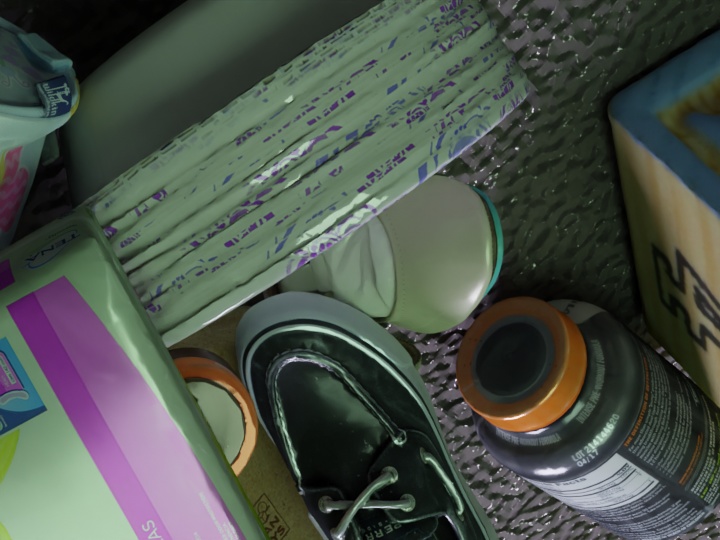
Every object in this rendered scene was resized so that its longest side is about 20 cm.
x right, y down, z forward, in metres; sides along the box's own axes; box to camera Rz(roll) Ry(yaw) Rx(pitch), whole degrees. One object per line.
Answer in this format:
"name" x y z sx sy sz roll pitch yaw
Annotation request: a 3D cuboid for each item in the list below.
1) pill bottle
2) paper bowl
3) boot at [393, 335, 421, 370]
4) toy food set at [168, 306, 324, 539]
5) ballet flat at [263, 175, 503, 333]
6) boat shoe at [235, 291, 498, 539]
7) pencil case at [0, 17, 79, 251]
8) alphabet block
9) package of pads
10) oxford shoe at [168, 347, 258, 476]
"pill bottle" 0.133 0.082 0.995 0.106 0.106 0.200 -46 140 8
"paper bowl" -0.040 -0.059 0.692 0.200 0.105 0.201 -35 -175 3
"boot" -0.064 0.107 0.895 0.199 0.072 0.155 -9 132 -38
"toy food set" -0.059 0.118 0.785 0.198 0.048 0.201 41 64 -34
"ballet flat" 0.000 0.000 0.777 0.069 0.070 0.200 -23 -179 -19
"boat shoe" 0.008 0.099 0.754 0.071 0.068 0.201 -22 120 12
"pencil case" -0.176 -0.004 0.652 0.201 0.083 0.091 -62 170 22
"alphabet block" 0.272 -0.020 0.939 0.195 0.197 0.200 -31 139 -8
"package of pads" -0.117 0.102 0.610 0.154 0.068 0.201 -28 108 -3
"oxford shoe" -0.133 0.095 0.681 0.199 0.073 0.072 -27 106 -6
